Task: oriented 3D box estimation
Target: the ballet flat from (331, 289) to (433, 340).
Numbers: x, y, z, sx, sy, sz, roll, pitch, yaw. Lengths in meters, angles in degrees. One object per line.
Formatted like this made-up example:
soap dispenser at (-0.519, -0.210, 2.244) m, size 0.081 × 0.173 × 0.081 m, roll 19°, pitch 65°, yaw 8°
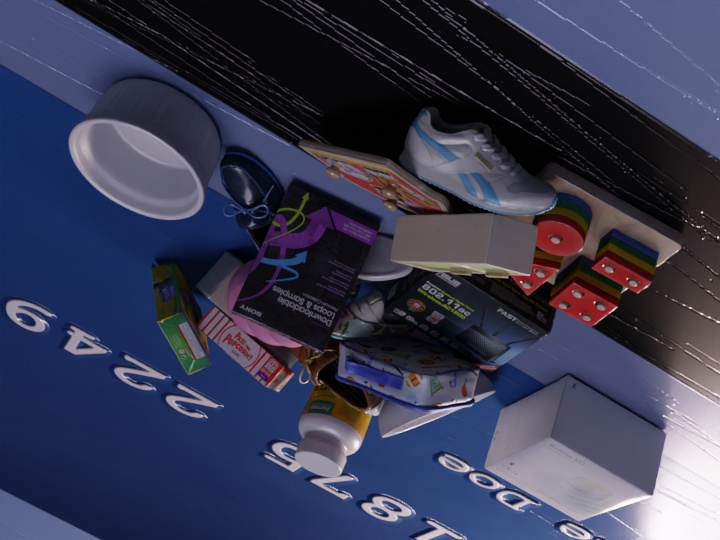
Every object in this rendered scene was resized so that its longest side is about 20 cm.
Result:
ballet flat at (0.045, 0.066, 1.719) m, size 0.199 × 0.069 × 0.071 m, roll 4°, pitch 129°, yaw -17°

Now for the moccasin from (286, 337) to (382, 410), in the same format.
moccasin at (-0.053, 0.149, 1.793) m, size 0.201 × 0.078 × 0.074 m, roll 44°, pitch 117°, yaw 13°

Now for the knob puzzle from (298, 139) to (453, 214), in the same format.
knob puzzle at (0.034, -0.100, 1.474) m, size 0.219 × 0.031 × 0.220 m, roll 25°, pitch 174°, yaw 3°

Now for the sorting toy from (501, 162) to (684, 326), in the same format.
sorting toy at (0.273, -0.021, 1.475) m, size 0.198 × 0.070 × 0.200 m, roll 28°, pitch 148°, yaw -8°

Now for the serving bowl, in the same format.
serving bowl at (0.114, 0.202, 1.839) m, size 0.200 × 0.200 × 0.066 m, roll -37°, pitch 72°, yaw 54°

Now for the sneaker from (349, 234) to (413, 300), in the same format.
sneaker at (0.000, 0.000, 1.687) m, size 0.199 × 0.071 × 0.099 m, roll 1°, pitch 152°, yaw 27°

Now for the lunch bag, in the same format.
lunch bag at (0.063, 0.152, 1.692) m, size 0.200 × 0.076 × 0.160 m, roll 16°, pitch -167°, yaw 40°

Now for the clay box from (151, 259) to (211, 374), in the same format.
clay box at (-0.296, 0.068, 1.877) m, size 0.047 × 0.200 × 0.115 m, roll -23°, pitch 122°, yaw 0°

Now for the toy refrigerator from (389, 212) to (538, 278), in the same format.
toy refrigerator at (0.127, -0.030, 1.455) m, size 0.076 × 0.070 × 0.200 m, roll 14°, pitch 174°, yaw -33°

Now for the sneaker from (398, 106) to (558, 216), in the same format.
sneaker at (0.146, -0.128, 1.371) m, size 0.200 × 0.077 × 0.081 m, roll 24°, pitch 117°, yaw 11°

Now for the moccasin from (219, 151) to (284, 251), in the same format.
moccasin at (-0.143, -0.084, 1.642) m, size 0.080 × 0.068 × 0.200 m, roll 0°, pitch 141°, yaw 32°

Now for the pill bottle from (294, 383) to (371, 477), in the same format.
pill bottle at (-0.039, 0.241, 1.933) m, size 0.112 × 0.200 × 0.113 m, roll 16°, pitch 148°, yaw 11°

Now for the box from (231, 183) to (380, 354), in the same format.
box at (-0.076, -0.002, 1.602) m, size 0.143 × 0.200 × 0.036 m, roll 24°, pitch 172°, yaw -3°

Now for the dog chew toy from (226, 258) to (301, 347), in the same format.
dog chew toy at (-0.122, 0.055, 1.709) m, size 0.125 × 0.125 × 0.200 m, roll 44°, pitch 174°, yaw -30°

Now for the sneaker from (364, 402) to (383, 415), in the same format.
sneaker at (0.048, 0.157, 1.843) m, size 0.086 × 0.075 × 0.200 m, roll 7°, pitch 125°, yaw 2°

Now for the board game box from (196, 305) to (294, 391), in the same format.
board game box at (-0.188, 0.133, 1.899) m, size 0.151 × 0.046 × 0.200 m, roll 41°, pitch 175°, yaw 6°

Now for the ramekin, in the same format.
ramekin at (-0.290, -0.170, 1.580) m, size 0.200 × 0.098 × 0.201 m, roll 16°, pitch 147°, yaw 10°

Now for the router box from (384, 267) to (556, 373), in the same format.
router box at (0.158, 0.052, 1.646) m, size 0.200 × 0.062 × 0.150 m, roll 31°, pitch 140°, yaw -14°

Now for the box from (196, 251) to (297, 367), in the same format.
box at (-0.164, 0.064, 1.847) m, size 0.200 × 0.082 × 0.068 m, roll 46°, pitch 173°, yaw -30°

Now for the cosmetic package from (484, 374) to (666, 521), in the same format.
cosmetic package at (0.344, 0.291, 1.844) m, size 0.199 × 0.123 × 0.200 m, roll 30°, pitch 146°, yaw -12°
